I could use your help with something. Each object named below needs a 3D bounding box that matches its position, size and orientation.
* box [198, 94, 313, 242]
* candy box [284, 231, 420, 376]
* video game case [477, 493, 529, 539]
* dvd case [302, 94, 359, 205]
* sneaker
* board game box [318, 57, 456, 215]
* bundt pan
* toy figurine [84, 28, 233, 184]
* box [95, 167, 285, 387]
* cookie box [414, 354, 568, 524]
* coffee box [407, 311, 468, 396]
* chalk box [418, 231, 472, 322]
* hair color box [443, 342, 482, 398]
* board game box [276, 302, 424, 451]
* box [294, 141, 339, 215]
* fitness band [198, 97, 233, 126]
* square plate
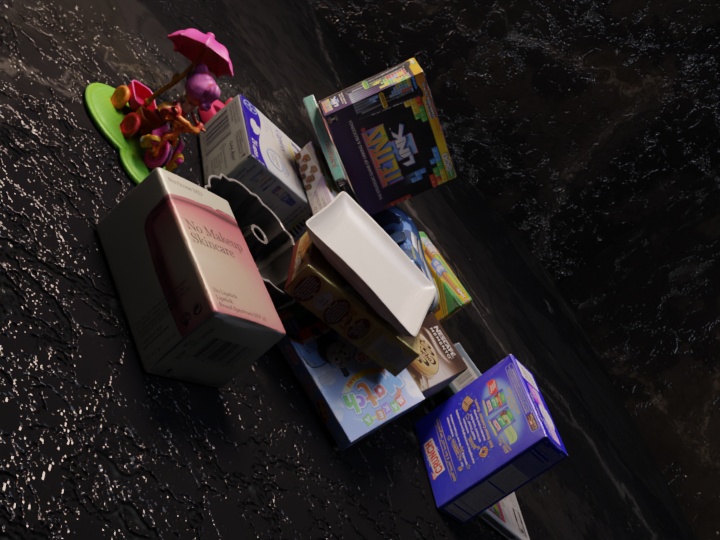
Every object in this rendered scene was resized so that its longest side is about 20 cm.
[{"bbox_3d":[-0.150,-0.145,1.357,0.199,0.104,0.186,40,22,-38],"label":"box"},{"bbox_3d":[-0.007,0.039,1.144,0.199,0.055,0.116,40,25,-19],"label":"candy box"},{"bbox_3d":[0.210,0.356,1.451,0.182,0.023,0.201,43,20,-30],"label":"video game case"},{"bbox_3d":[-0.042,-0.178,1.377,0.200,0.022,0.148,54,15,-75],"label":"dvd case"},{"bbox_3d":[0.064,-0.021,1.382,0.203,0.073,0.082,64,24,5],"label":"sneaker"},{"bbox_3d":[0.045,-0.203,1.328,0.057,0.163,0.202,-114,178,-52],"label":"board game box"},{"bbox_3d":[-0.160,-0.025,1.138,0.202,0.075,0.203,46,18,-19],"label":"bundt pan"},{"bbox_3d":[-0.246,-0.230,1.136,0.149,0.183,0.202,28,29,-52],"label":"toy figurine"},{"bbox_3d":[-0.188,0.010,0.939,0.127,0.108,0.202,25,32,-56],"label":"box"},{"bbox_3d":[0.192,0.256,1.296,0.075,0.199,0.173,41,21,-34],"label":"cookie box"},{"bbox_3d":[0.069,0.146,1.318,0.114,0.080,0.199,56,32,13],"label":"coffee box"},{"bbox_3d":[0.085,0.011,1.492,0.201,0.123,0.124,55,17,7],"label":"chalk box"},{"bbox_3d":[0.168,0.186,1.501,0.100,0.060,0.200,54,-5,5],"label":"hair color box"},{"bbox_3d":[-0.020,0.125,1.166,0.150,0.037,0.202,-21,73,-41],"label":"board game box"},{"bbox_3d":[-0.057,-0.118,1.304,0.041,0.038,0.202,36,25,-41],"label":"box"},{"bbox_3d":[-0.205,-0.228,1.503,0.200,0.037,0.145,42,23,-30],"label":"fitness band"},{"bbox_3d":[0.015,-0.009,1.152,0.200,0.028,0.198,46,22,-3],"label":"square plate"}]
